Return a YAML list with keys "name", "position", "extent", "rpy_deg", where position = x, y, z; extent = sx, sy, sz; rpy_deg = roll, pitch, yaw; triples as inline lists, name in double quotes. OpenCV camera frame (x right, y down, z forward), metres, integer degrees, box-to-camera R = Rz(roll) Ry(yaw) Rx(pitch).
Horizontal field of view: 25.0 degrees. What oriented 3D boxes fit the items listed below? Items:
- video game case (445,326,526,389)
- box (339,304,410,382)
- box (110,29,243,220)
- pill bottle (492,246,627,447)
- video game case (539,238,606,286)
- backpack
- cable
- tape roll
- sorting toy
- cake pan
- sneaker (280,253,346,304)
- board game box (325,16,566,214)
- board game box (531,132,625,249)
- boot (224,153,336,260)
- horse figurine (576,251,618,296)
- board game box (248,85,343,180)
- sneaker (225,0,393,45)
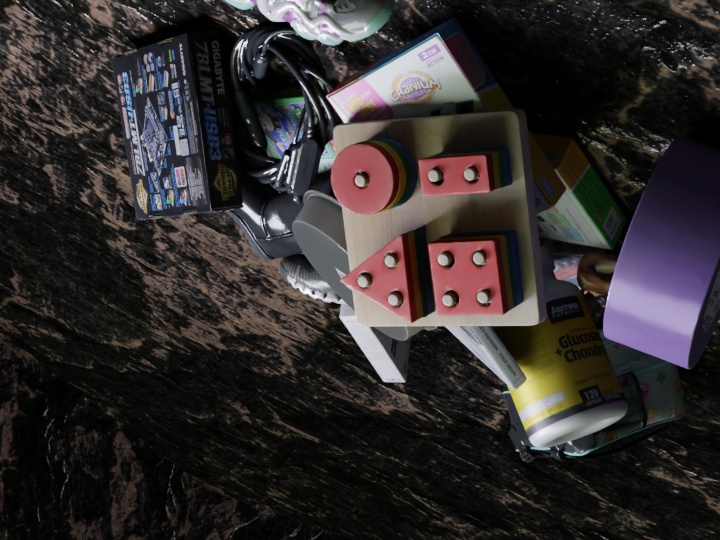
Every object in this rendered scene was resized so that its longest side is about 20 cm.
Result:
- name: "video game case"
  position: [0.080, 0.020, 1.701]
  extent: [0.182, 0.023, 0.200]
  rpy_deg: [52, 175, -38]
- name: "box"
  position: [0.025, 0.041, 2.117]
  extent: [0.036, 0.144, 0.200]
  rpy_deg: [-2, 151, 17]
- name: "box"
  position: [-0.210, -0.161, 1.853]
  extent: [0.050, 0.200, 0.198]
  rpy_deg: [-10, -177, -31]
- name: "pill bottle"
  position: [0.201, 0.081, 1.743]
  extent: [0.112, 0.112, 0.200]
  rpy_deg: [110, 141, -71]
- name: "video game case"
  position: [0.169, 0.011, 1.879]
  extent: [0.182, 0.023, 0.200]
  rpy_deg: [2, 156, -9]
- name: "backpack"
  position: [0.294, 0.149, 2.000]
  extent: [0.200, 0.153, 0.176]
  rpy_deg: [-6, 175, -27]
- name: "cable"
  position: [-0.088, -0.181, 1.744]
  extent: [0.163, 0.051, 0.200]
  rpy_deg: [48, 142, 36]
- name: "tape roll"
  position: [0.300, -0.016, 1.498]
  extent: [0.085, 0.200, 0.200]
  rpy_deg: [22, 161, 18]
- name: "sorting toy"
  position: [0.061, -0.041, 1.523]
  extent: [0.199, 0.200, 0.070]
  rpy_deg: [-2, -169, 31]
- name: "cake pan"
  position: [0.000, 0.000, 1.721]
  extent: [0.200, 0.037, 0.200]
  rpy_deg: [43, 166, 13]
- name: "sneaker"
  position: [-0.003, -0.001, 1.906]
  extent: [0.200, 0.066, 0.091]
  rpy_deg: [20, 116, 26]
- name: "board game box"
  position: [0.082, -0.124, 1.569]
  extent: [0.153, 0.040, 0.200]
  rpy_deg: [-24, 106, 39]
- name: "board game box"
  position: [0.161, -0.092, 1.714]
  extent: [0.200, 0.040, 0.153]
  rpy_deg: [12, 156, 38]
- name: "boot"
  position: [-0.078, -0.085, 1.837]
  extent: [0.200, 0.066, 0.165]
  rpy_deg: [-3, 131, 54]
- name: "horse figurine"
  position: [0.282, 0.011, 1.750]
  extent: [0.132, 0.050, 0.200]
  rpy_deg: [12, -178, 22]
- name: "board game box"
  position: [-0.040, -0.118, 1.848]
  extent: [0.135, 0.029, 0.200]
  rpy_deg: [2, 127, 47]
- name: "sneaker"
  position: [-0.073, -0.283, 1.490]
  extent: [0.200, 0.078, 0.140]
  rpy_deg: [17, 160, 26]
